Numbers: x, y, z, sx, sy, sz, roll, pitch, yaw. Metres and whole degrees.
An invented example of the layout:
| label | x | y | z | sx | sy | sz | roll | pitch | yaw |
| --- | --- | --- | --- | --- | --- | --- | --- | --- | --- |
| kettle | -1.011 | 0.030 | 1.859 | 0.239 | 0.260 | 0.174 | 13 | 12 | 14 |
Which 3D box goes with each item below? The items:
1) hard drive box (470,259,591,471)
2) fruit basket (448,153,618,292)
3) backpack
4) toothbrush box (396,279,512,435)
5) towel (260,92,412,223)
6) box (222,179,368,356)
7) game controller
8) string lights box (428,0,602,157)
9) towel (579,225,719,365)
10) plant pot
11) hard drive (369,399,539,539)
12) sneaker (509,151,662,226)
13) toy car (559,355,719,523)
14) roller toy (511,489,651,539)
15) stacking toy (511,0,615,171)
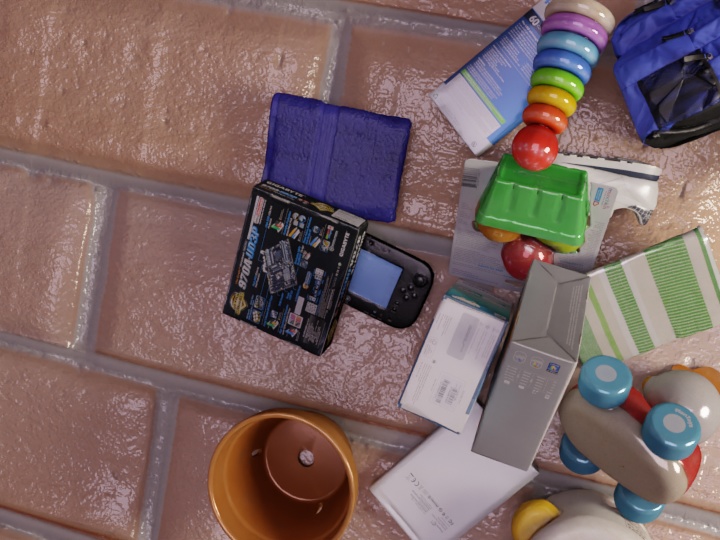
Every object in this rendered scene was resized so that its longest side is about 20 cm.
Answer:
| label | x | y | z | sx | sy | sz | roll | pitch | yaw |
| --- | --- | --- | --- | --- | --- | --- | --- | --- | --- |
| hard drive box | 0.207 | 0.116 | 0.981 | 0.076 | 0.156 | 0.201 | 17 | 131 | 10 |
| fruit basket | 0.212 | -0.049 | 1.027 | 0.184 | 0.094 | 0.201 | 13 | 141 | 12 |
| backpack | 0.402 | -0.247 | 0.930 | 0.199 | 0.162 | 0.169 | -22 | 91 | 26 |
| toothbrush box | 0.124 | 0.100 | 1.017 | 0.085 | 0.200 | 0.147 | 23 | 98 | 8 |
| towel | -0.035 | -0.154 | 1.111 | 0.199 | 0.050 | 0.149 | 13 | 104 | 10 |
| box | -0.092 | -0.002 | 1.106 | 0.158 | 0.046 | 0.201 | 22 | 114 | 11 |
| game controller | 0.000 | 0.000 | 1.116 | 0.199 | 0.042 | 0.105 | 26 | 99 | 10 |
| string lights box | 0.198 | -0.249 | 1.044 | 0.200 | 0.059 | 0.103 | -38 | 86 | 12 |
| towel | 0.355 | 0.041 | 1.022 | 0.199 | 0.023 | 0.153 | -24 | 118 | 14 |
| plant pot | -0.090 | 0.276 | 1.107 | 0.199 | 0.140 | 0.202 | 1 | 95 | 13 |
| hard drive | 0.128 | 0.289 | 1.119 | 0.200 | 0.026 | 0.132 | -42 | 85 | 12 |
| sneaker | 0.279 | -0.110 | 1.035 | 0.199 | 0.076 | 0.081 | 11 | 106 | 12 |
| toy car | 0.372 | 0.174 | 1.014 | 0.199 | 0.185 | 0.177 | -33 | 53 | -27 |
| roller toy | 0.290 | 0.385 | 1.034 | 0.181 | 0.140 | 0.201 | -5 | 93 | 12 |
| stacking toy | 0.226 | -0.213 | 0.946 | 0.085 | 0.085 | 0.201 | 20 | 84 | 10 |
